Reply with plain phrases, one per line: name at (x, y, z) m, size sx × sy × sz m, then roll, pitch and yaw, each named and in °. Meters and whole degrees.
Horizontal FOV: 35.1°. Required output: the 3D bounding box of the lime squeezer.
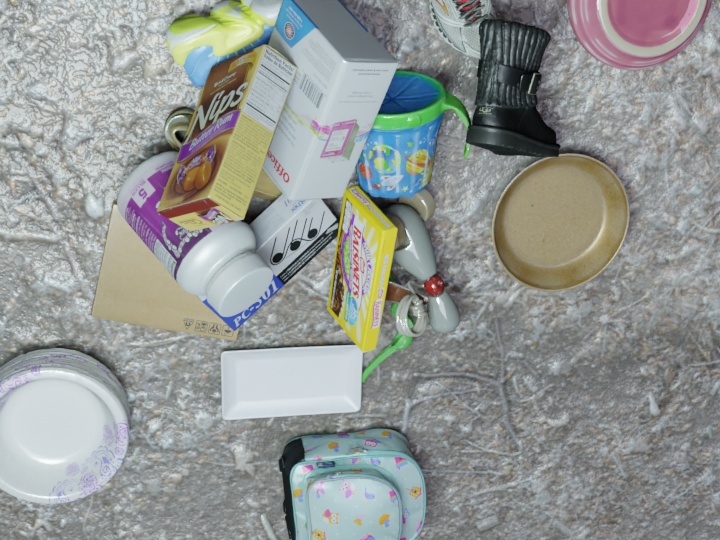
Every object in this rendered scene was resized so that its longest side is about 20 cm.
lime squeezer at (0.042, 0.067, 1.592) m, size 0.070 × 0.038 × 0.201 m, roll 13°, pitch 113°, yaw 17°

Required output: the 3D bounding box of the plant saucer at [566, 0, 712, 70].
plant saucer at (0.369, -0.356, 1.470) m, size 0.199 × 0.051 × 0.202 m, roll -4°, pitch 112°, yaw -10°

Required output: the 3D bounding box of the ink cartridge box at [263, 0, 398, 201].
ink cartridge box at (-0.056, -0.204, 1.361) m, size 0.084 × 0.145 × 0.201 m, roll -6°, pitch 135°, yaw -38°

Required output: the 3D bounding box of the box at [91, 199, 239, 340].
box at (-0.243, 0.003, 1.508) m, size 0.199 × 0.021 × 0.164 m, roll 11°, pitch 109°, yaw -15°

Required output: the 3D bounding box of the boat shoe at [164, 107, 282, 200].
boat shoe at (-0.157, -0.135, 1.439) m, size 0.199 × 0.076 × 0.072 m, roll 22°, pitch 104°, yaw -20°

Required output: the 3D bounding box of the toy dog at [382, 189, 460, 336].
toy dog at (0.060, -0.010, 1.522) m, size 0.131 × 0.096 × 0.201 m, roll -11°, pitch 95°, yaw -42°

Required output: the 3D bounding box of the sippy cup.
sippy cup at (0.042, -0.167, 1.444) m, size 0.139 × 0.177 × 0.131 m, roll -33°, pitch 133°, yaw -36°

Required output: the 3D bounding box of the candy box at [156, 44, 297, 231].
candy box at (-0.153, -0.151, 1.303) m, size 0.056 × 0.116 × 0.201 m, roll 32°, pitch 65°, yaw -33°

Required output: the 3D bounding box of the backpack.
backpack at (-0.003, 0.322, 1.620) m, size 0.199 × 0.153 × 0.177 m, roll -9°, pitch 108°, yaw -15°

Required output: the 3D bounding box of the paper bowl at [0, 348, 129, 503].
paper bowl at (-0.408, 0.199, 1.510) m, size 0.199 × 0.104 × 0.202 m, roll -4°, pitch 113°, yaw -10°

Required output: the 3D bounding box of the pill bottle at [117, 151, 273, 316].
pill bottle at (-0.198, -0.042, 1.385) m, size 0.112 × 0.112 × 0.200 m, roll -47°, pitch 70°, yaw 9°

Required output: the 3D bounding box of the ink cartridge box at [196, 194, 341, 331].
ink cartridge box at (-0.121, -0.019, 1.474) m, size 0.200 × 0.044 × 0.094 m, roll -43°, pitch 145°, yaw -2°

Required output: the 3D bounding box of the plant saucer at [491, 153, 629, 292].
plant saucer at (0.273, -0.069, 1.575) m, size 0.199 × 0.035 × 0.201 m, roll -4°, pitch 112°, yaw -10°

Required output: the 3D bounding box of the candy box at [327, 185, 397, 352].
candy box at (0.000, 0.000, 1.486) m, size 0.026 × 0.102 × 0.201 m, roll -16°, pitch 133°, yaw -30°

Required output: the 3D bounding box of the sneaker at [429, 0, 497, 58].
sneaker at (0.117, -0.346, 1.406) m, size 0.078 × 0.082 × 0.200 m, roll -33°, pitch 116°, yaw 2°

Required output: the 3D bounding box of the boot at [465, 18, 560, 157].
boot at (0.206, -0.227, 1.444) m, size 0.079 × 0.211 × 0.159 m, roll 8°, pitch 92°, yaw 27°

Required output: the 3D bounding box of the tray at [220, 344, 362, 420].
tray at (-0.097, 0.153, 1.599) m, size 0.199 × 0.022 × 0.108 m, roll -2°, pitch 111°, yaw -10°

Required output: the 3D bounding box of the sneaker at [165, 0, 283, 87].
sneaker at (-0.134, -0.283, 1.397) m, size 0.199 × 0.076 × 0.105 m, roll -17°, pitch 130°, yaw -2°
